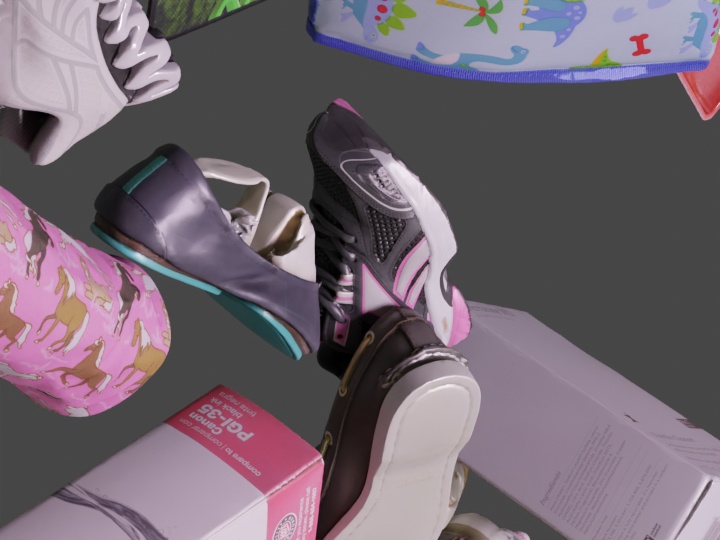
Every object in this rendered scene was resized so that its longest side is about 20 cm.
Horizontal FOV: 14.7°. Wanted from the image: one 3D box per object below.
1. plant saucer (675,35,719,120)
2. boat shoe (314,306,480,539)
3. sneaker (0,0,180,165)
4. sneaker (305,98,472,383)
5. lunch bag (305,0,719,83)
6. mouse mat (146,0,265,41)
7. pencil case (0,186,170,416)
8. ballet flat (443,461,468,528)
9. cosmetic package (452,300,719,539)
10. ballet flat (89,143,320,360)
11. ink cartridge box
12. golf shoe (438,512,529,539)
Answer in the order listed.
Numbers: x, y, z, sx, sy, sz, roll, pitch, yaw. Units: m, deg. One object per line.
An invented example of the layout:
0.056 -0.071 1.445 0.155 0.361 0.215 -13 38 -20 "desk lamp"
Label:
0.222 -0.209 1.606 0.200 0.037 0.200 -53 152 -5 "plant saucer"
0.009 0.104 1.482 0.072 0.060 0.202 -9 140 -28 "boat shoe"
-0.137 -0.111 1.135 0.081 0.075 0.200 -40 149 -9 "sneaker"
0.000 0.000 1.449 0.086 0.080 0.200 -36 142 -12 "sneaker"
0.077 -0.180 1.308 0.199 0.128 0.170 -7 138 -15 "lunch bag"
-0.030 -0.206 1.258 0.161 0.008 0.201 -28 142 -40 "mouse mat"
-0.158 0.006 1.200 0.083 0.087 0.200 -36 153 10 "pencil case"
0.018 0.136 1.627 0.200 0.063 0.069 -7 126 -54 "ballet flat"
0.127 0.101 1.614 0.081 0.200 0.113 -60 153 11 "cosmetic package"
-0.058 -0.012 1.355 0.073 0.073 0.200 -55 149 -1 "ballet flat"
-0.118 0.172 1.436 0.200 0.083 0.147 -32 144 -37 "ink cartridge box"
0.070 0.187 1.746 0.092 0.072 0.200 -51 167 -22 "golf shoe"
